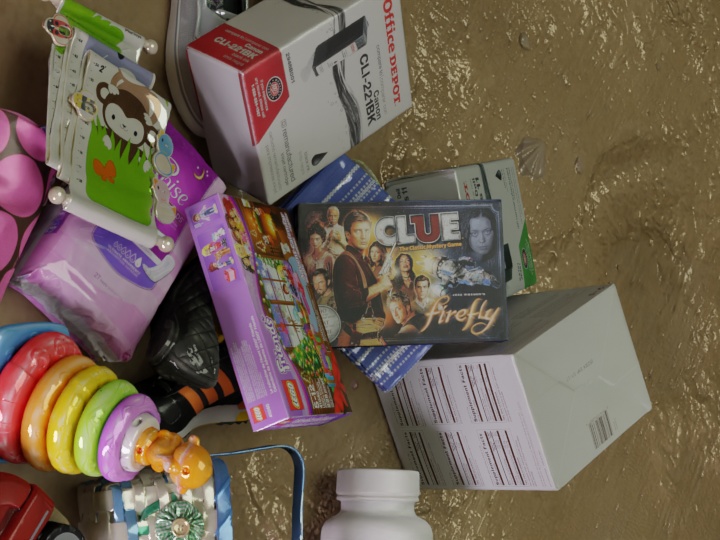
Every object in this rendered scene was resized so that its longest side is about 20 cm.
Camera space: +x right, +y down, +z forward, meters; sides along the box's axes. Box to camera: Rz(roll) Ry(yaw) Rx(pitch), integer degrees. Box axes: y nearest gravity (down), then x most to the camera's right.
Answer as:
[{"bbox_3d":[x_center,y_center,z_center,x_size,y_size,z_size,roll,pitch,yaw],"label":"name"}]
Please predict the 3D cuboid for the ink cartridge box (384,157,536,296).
[{"bbox_3d":[0.108,-0.036,1.427,0.200,0.082,0.148,-19,98,-65],"label":"ink cartridge box"}]

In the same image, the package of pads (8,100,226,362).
[{"bbox_3d":[-0.206,-0.033,1.165,0.121,0.075,0.201,48,54,-32],"label":"package of pads"}]

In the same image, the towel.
[{"bbox_3d":[0.000,0.000,1.311,0.200,0.024,0.145,44,81,-2],"label":"towel"}]

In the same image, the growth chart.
[{"bbox_3d":[-0.203,-0.120,1.108,0.144,0.018,0.202,15,63,-48],"label":"growth chart"}]

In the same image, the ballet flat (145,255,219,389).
[{"bbox_3d":[-0.146,0.043,1.169,0.057,0.066,0.201,39,19,-18],"label":"ballet flat"}]

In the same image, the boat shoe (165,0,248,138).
[{"bbox_3d":[-0.135,-0.228,1.265,0.070,0.071,0.204,3,83,-45],"label":"boat shoe"}]

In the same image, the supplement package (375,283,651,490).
[{"bbox_3d":[0.156,0.122,1.410,0.190,0.199,0.149,-28,103,-42],"label":"supplement package"}]

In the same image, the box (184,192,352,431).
[{"bbox_3d":[-0.078,0.038,1.188,0.137,0.039,0.202,8,61,-67],"label":"box"}]

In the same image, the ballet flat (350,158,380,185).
[{"bbox_3d":[0.015,-0.017,1.395,0.070,0.070,0.202,-20,97,-44],"label":"ballet flat"}]

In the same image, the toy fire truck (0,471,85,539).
[{"bbox_3d":[-0.330,0.209,0.991,0.201,0.128,0.177,54,50,-37],"label":"toy fire truck"}]

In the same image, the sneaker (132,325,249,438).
[{"bbox_3d":[-0.149,0.091,1.185,0.199,0.070,0.091,-8,117,-50],"label":"sneaker"}]

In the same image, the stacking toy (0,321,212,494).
[{"bbox_3d":[-0.197,0.121,1.048,0.110,0.198,0.117,4,102,-68],"label":"stacking toy"}]

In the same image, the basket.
[{"bbox_3d":[-0.135,0.241,1.146,0.198,0.139,0.179,1,82,-34],"label":"basket"}]

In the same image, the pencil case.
[{"bbox_3d":[-0.302,-0.028,1.064,0.094,0.090,0.202,40,60,-42],"label":"pencil case"}]

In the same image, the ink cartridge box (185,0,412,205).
[{"bbox_3d":[-0.050,-0.179,1.261,0.199,0.083,0.145,-38,137,-30],"label":"ink cartridge box"}]

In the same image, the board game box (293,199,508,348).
[{"bbox_3d":[0.038,0.003,1.286,0.197,0.035,0.137,-2,85,-9],"label":"board game box"}]

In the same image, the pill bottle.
[{"bbox_3d":[0.015,0.294,1.306,0.110,0.110,0.203,11,76,-43],"label":"pill bottle"}]
